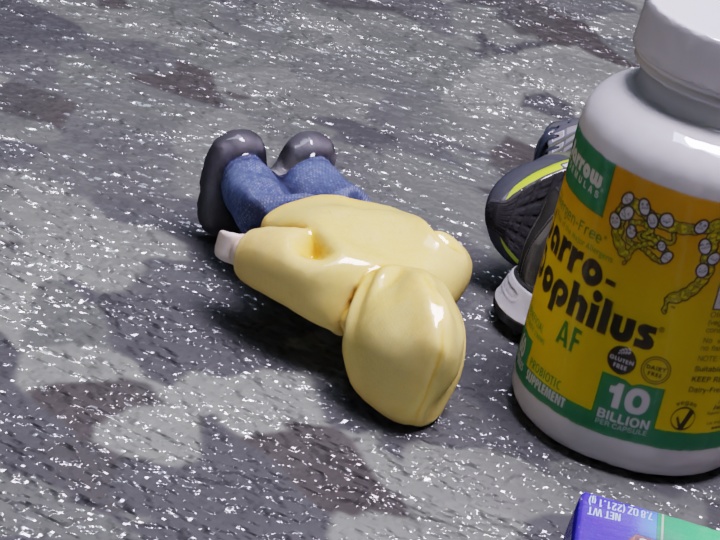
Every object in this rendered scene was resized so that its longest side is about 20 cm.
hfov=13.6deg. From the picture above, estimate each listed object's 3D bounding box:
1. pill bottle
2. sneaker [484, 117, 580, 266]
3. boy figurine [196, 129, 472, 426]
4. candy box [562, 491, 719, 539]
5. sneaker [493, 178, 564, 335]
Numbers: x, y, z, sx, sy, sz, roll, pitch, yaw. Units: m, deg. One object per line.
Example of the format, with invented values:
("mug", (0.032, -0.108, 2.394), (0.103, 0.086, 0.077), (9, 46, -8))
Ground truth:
("pill bottle", (0.142, -0.021, 1.336), (0.112, 0.201, 0.113), (12, 24, -5))
("sneaker", (0.114, -0.040, 1.539), (0.081, 0.074, 0.200), (18, 17, 31))
("boy figurine", (0.000, 0.000, 1.383), (0.124, 0.065, 0.200), (-1, 29, -30))
("candy box", (0.141, 0.174, 1.067), (0.168, 0.077, 0.200), (16, 25, 0))
("sneaker", (0.168, -0.003, 1.447), (0.199, 0.091, 0.067), (7, 26, -15))
